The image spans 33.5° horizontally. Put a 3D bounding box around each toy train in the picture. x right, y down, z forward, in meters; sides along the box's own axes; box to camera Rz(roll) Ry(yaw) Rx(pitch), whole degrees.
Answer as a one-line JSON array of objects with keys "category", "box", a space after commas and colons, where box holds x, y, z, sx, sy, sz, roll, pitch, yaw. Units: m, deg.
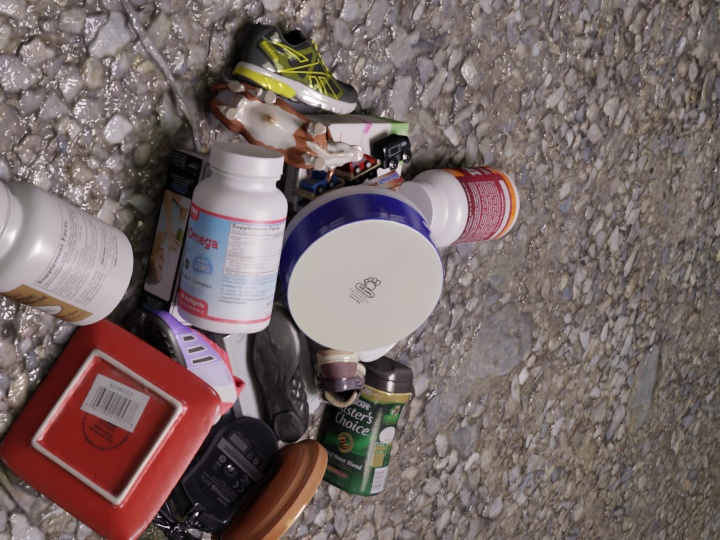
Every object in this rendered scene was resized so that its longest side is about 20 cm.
[{"category": "toy train", "box": [-0.006, -0.128, 1.515, 0.200, 0.034, 0.046, -32, 127, -37]}]

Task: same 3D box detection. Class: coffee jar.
[{"category": "coffee jar", "box": [0.006, 0.220, 1.750, 0.085, 0.104, 0.201, 6, 102, -54]}]

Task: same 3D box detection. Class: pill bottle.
[{"category": "pill bottle", "box": [0.135, -0.093, 1.747, 0.199, 0.113, 0.114, -9, 114, -48]}, {"category": "pill bottle", "box": [-0.336, -0.026, 1.212, 0.200, 0.114, 0.115, 32, 82, -52]}, {"category": "pill bottle", "box": [-0.142, -0.038, 1.348, 0.108, 0.108, 0.201, -7, 111, -48]}]

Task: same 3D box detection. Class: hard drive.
[{"category": "hard drive", "box": [-0.118, 0.130, 1.555, 0.132, 0.027, 0.201, -38, 131, -36]}]

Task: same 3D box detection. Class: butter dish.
[{"category": "butter dish", "box": [-0.270, 0.190, 1.370, 0.200, 0.199, 0.148, -57, 164, -11]}]

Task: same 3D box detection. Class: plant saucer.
[{"category": "plant saucer", "box": [-0.122, 0.291, 1.510, 0.032, 0.200, 0.201, 44, 69, -13]}]

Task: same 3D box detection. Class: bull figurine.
[{"category": "bull figurine", "box": [-0.086, -0.162, 1.395, 0.199, 0.121, 0.065, 24, 89, -13]}]

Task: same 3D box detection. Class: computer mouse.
[{"category": "computer mouse", "box": [-0.185, 0.264, 1.488, 0.200, 0.139, 0.053, -43, 180, -32]}]

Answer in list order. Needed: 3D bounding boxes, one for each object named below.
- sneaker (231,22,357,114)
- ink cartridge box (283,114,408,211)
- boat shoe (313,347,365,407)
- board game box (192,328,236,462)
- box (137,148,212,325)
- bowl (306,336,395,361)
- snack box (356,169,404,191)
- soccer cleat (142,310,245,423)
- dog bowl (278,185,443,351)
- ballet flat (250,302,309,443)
[{"category": "sneaker", "box": [-0.067, -0.246, 1.463, 0.199, 0.074, 0.085, 8, 101, -51]}, {"category": "ink cartridge box", "box": [-0.032, -0.142, 1.561, 0.199, 0.067, 0.118, -8, 113, -49]}, {"category": "boat shoe", "box": [-0.028, 0.150, 1.593, 0.200, 0.071, 0.065, 94, -4, -74]}, {"category": "board game box", "box": [-0.182, 0.182, 1.556, 0.201, 0.041, 0.200, -59, 141, -12]}, {"category": "box", "box": [-0.186, -0.037, 1.432, 0.116, 0.060, 0.201, 4, 104, -50]}, {"category": "bowl", "box": [0.005, 0.060, 1.634, 0.201, 0.090, 0.202, -33, 148, -25]}, {"category": "snack box", "box": [-0.014, -0.055, 1.570, 0.072, 0.024, 0.200, -26, 161, -40]}, {"category": "soccer cleat", "box": [-0.195, 0.102, 1.410, 0.073, 0.068, 0.201, -43, 140, -20]}, {"category": "dog bowl", "box": [0.000, 0.000, 1.477, 0.199, 0.079, 0.201, -6, 126, -9]}, {"category": "ballet flat", "box": [-0.103, 0.128, 1.522, 0.066, 0.057, 0.201, -6, 116, -2]}]
